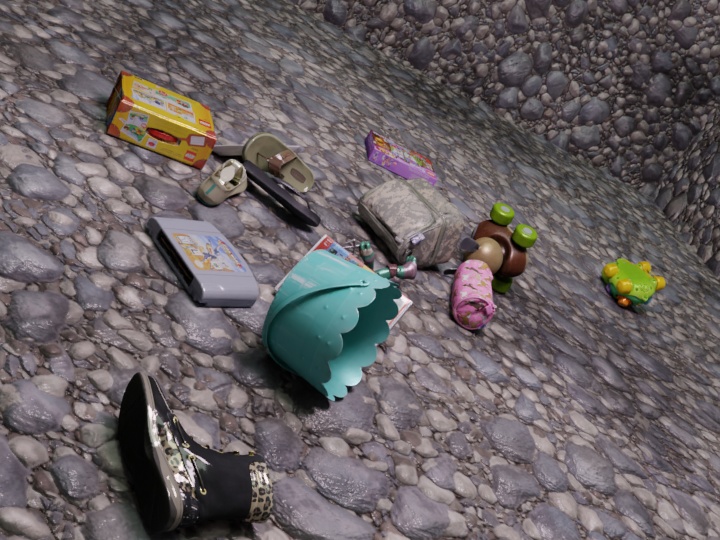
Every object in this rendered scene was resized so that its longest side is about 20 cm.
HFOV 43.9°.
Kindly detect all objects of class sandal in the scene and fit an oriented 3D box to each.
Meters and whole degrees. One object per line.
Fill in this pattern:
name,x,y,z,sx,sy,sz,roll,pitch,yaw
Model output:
sandal,-0.162,-0.224,1.871,0.200,0.080,0.057,29,2,-41
sandal,-0.156,-0.163,1.802,0.200,0.043,0.076,40,-11,6

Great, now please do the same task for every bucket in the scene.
bucket,-0.045,0.077,1.351,0.134,0.209,0.207,29,22,19

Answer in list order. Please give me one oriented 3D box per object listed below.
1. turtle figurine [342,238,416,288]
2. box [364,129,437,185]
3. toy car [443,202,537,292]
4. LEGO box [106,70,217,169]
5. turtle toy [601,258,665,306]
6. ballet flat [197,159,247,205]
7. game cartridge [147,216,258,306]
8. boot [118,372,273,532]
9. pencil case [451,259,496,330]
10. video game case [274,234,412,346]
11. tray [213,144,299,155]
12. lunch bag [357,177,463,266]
turtle figurine,0.000,0.000,1.677,0.198,0.102,0.149,6,-6,-31
box,0.109,-0.302,2.438,0.198,0.039,0.137,24,26,-18
toy car,0.271,-0.042,2.023,0.198,0.165,0.158,-10,46,-39
LEGO box,-0.396,-0.299,1.778,0.198,0.078,0.149,20,27,-27
turtle toy,0.744,0.033,2.495,0.144,0.102,0.201,-4,34,-16
ballet flat,-0.255,-0.180,1.738,0.069,0.070,0.200,31,24,-3
game cartridge,-0.254,-0.017,1.472,0.132,0.042,0.200,-2,41,-45
boot,-0.196,0.216,1.059,0.153,0.074,0.205,14,37,-40
pencil case,0.239,0.047,1.887,0.086,0.083,0.200,35,23,-10
video game case,-0.029,0.046,1.540,0.199,0.017,0.143,38,66,11
tray,-0.229,-0.258,1.926,0.106,0.022,0.199,4,8,32
lunch bag,0.104,-0.103,1.955,0.166,0.140,0.200,-10,44,-34
